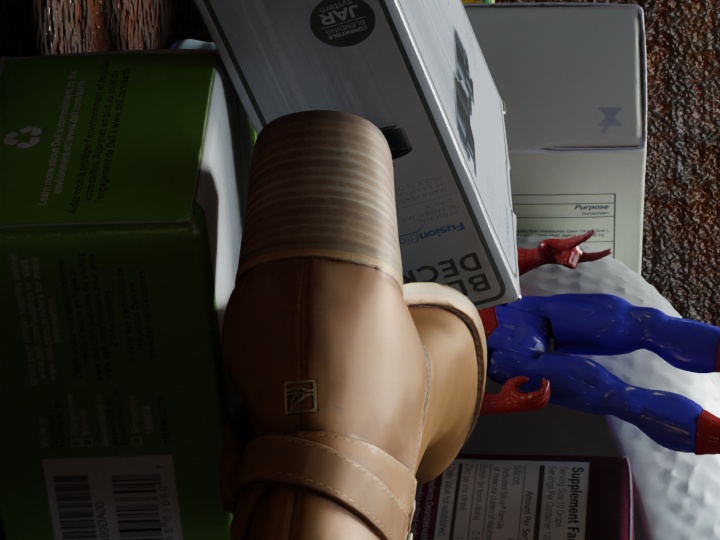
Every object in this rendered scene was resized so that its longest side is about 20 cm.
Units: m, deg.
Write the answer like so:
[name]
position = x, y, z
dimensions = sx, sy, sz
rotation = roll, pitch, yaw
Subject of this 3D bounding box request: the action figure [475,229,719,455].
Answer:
[action figure]
position = 0.062, 0.024, 1.000
dimensions = 0.052, 0.199, 0.066
rotation = 61, 41, -60

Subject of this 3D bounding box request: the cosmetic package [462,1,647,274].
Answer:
[cosmetic package]
position = 0.063, -0.020, 1.183
dimensions = 0.200, 0.105, 0.071
rotation = 87, 5, -57

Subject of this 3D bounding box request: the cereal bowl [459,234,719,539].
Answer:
[cereal bowl]
position = 0.092, 0.078, 1.113
dimensions = 0.200, 0.083, 0.201
rotation = 44, -36, 45

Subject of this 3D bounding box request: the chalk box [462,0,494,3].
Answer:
[chalk box]
position = 0.018, -0.212, 1.674
dimensions = 0.125, 0.123, 0.201
rotation = 79, 13, -66

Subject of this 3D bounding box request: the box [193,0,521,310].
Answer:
[box]
position = -0.008, -0.089, 0.950
dimensions = 0.117, 0.060, 0.200
rotation = -92, 161, -50

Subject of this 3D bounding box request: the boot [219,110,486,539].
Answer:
[boot]
position = -0.007, 0.066, 0.888
dimensions = 0.200, 0.073, 0.155
rotation = 65, 23, -58

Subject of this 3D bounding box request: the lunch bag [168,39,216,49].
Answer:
[lunch bag]
position = -0.051, 0.013, 1.179
dimensions = 0.200, 0.082, 0.161
rotation = -81, 172, -55

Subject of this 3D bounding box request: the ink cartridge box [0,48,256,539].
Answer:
[ink cartridge box]
position = -0.074, -0.010, 0.959
dimensions = 0.200, 0.075, 0.148
rotation = -88, 175, -54

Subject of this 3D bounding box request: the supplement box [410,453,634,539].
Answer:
[supplement box]
position = -0.005, 0.129, 1.004
dimensions = 0.086, 0.199, 0.111
rotation = -80, 169, -59

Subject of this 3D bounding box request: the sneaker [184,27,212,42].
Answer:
[sneaker]
position = -0.039, -0.051, 1.331
dimensions = 0.200, 0.075, 0.077
rotation = 73, 18, -68
